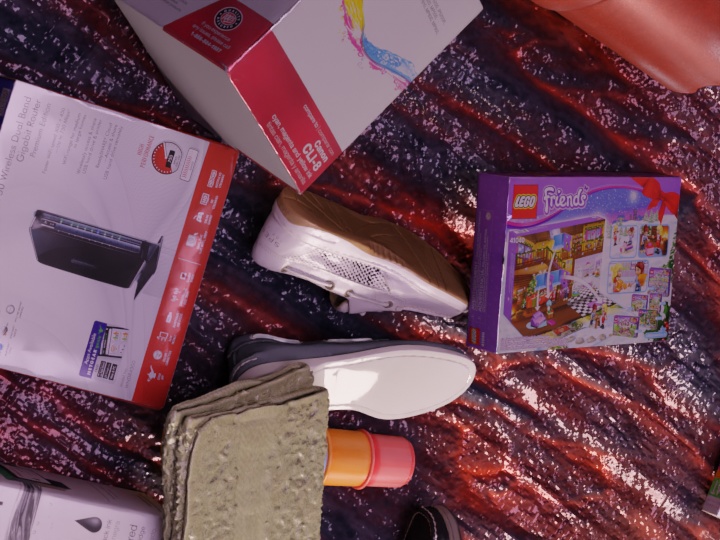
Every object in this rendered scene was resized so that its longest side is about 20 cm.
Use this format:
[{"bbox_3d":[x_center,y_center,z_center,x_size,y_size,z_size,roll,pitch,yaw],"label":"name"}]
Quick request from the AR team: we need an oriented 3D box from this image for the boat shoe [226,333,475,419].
[{"bbox_3d":[-0.008,0.071,1.578,0.198,0.062,0.073,-3,130,-22],"label":"boat shoe"}]

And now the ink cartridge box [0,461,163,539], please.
[{"bbox_3d":[-0.253,0.218,1.479,0.199,0.084,0.147,15,92,-27],"label":"ink cartridge box"}]

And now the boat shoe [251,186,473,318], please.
[{"bbox_3d":[0.000,0.000,1.577,0.199,0.071,0.069,24,114,-33],"label":"boat shoe"}]

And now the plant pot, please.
[{"bbox_3d":[0.224,-0.248,1.575,0.195,0.200,0.202,34,84,-33],"label":"plant pot"}]

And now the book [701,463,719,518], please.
[{"bbox_3d":[0.389,0.140,1.786,0.133,0.048,0.201,26,85,-25],"label":"book"}]

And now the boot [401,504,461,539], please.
[{"bbox_3d":[-0.007,0.275,1.612,0.150,0.073,0.202,12,99,-26],"label":"boot"}]

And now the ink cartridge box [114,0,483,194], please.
[{"bbox_3d":[-0.041,-0.192,1.455,0.200,0.145,0.145,-45,140,-11],"label":"ink cartridge box"}]

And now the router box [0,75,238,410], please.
[{"bbox_3d":[-0.201,-0.018,1.485,0.178,0.049,0.202,16,92,-26],"label":"router box"}]

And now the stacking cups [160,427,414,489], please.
[{"bbox_3d":[-0.051,0.144,1.573,0.199,0.060,0.061,8,95,-26],"label":"stacking cups"}]

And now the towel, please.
[{"bbox_3d":[-0.086,0.174,1.501,0.148,0.036,0.202,-13,112,-41],"label":"towel"}]

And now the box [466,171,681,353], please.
[{"bbox_3d":[0.172,-0.009,1.638,0.199,0.039,0.138,-2,99,-40],"label":"box"}]
